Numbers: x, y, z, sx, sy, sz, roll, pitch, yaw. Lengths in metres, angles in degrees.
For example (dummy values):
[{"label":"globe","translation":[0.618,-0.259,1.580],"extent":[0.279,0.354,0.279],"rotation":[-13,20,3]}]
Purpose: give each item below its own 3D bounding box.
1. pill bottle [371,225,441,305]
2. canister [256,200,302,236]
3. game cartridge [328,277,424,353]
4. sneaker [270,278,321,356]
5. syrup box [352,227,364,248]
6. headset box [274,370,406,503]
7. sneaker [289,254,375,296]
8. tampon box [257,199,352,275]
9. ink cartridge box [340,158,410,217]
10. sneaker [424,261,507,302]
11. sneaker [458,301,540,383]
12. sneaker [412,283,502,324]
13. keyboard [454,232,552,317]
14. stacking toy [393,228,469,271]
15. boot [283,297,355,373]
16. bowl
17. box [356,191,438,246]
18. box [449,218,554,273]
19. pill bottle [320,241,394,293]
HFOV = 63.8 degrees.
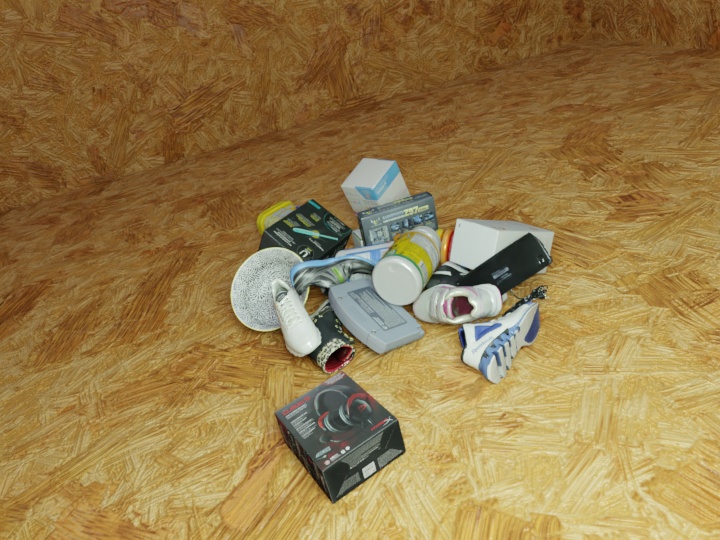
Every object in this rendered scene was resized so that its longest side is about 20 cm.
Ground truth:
[{"label":"pill bottle","translation":[0.110,-0.020,1.270],"extent":[0.111,0.115,0.200],"rotation":[1,29,27]},{"label":"canister","translation":[-0.206,-0.145,1.797],"extent":[0.198,0.088,0.148],"rotation":[16,40,42]},{"label":"game cartridge","translation":[0.024,0.092,1.212],"extent":[0.131,0.042,0.200],"rotation":[-18,44,-33]},{"label":"sneaker","translation":[-0.142,0.096,1.189],"extent":[0.076,0.081,0.200],"rotation":[-29,39,-9]},{"label":"syrup box","translation":[0.083,-0.093,1.564],"extent":[0.197,0.083,0.079],"rotation":[-21,30,-13]},{"label":"headset box","translation":[-0.042,0.264,0.968],"extent":[0.147,0.076,0.199],"rotation":[-27,30,-22]},{"label":"sneaker","translation":[-0.059,0.014,1.298],"extent":[0.196,0.084,0.071],"rotation":[-10,-8,-13]},{"label":"tampon box","translation":[-0.146,-0.060,1.495],"extent":[0.149,0.127,0.200],"rotation":[38,46,12]},{"label":"ink cartridge box","translation":[0.058,-0.204,1.679],"extent":[0.127,0.201,0.126],"rotation":[13,54,41]},{"label":"sneaker","translation":[0.215,0.053,1.257],"extent":[0.111,0.074,0.199],"rotation":[-35,30,-20]},{"label":"sneaker","translation":[0.251,0.119,1.094],"extent":[0.114,0.082,0.199],"rotation":[16,42,41]},{"label":"sneaker","translation":[0.180,0.067,1.170],"extent":[0.198,0.083,0.087],"rotation":[-13,-3,41]},{"label":"keyboard","translation":[0.297,0.027,1.164],"extent":[0.199,0.129,0.020],"rotation":[-36,-18,24]},{"label":"stacking toy","translation":[0.172,-0.059,1.397],"extent":[0.196,0.112,0.116],"rotation":[9,33,19]},{"label":"boot","translation":[-0.045,0.130,1.231],"extent":[0.202,0.075,0.153],"rotation":[-31,36,-26]},{"label":"bowl","translation":[-0.198,0.057,1.373],"extent":[0.197,0.094,0.205],"rotation":[-6,68,15]},{"label":"box","translation":[0.102,-0.097,1.480],"extent":[0.196,0.160,0.051],"rotation":[-18,27,-7]},{"label":"box","translation":[0.315,-0.053,1.285],"extent":[0.197,0.099,0.124],"rotation":[-1,16,-37]},{"label":"pill bottle","translation":[0.000,0.000,1.399],"extent":[0.196,0.114,0.113],"rotation":[-9,27,9]}]
